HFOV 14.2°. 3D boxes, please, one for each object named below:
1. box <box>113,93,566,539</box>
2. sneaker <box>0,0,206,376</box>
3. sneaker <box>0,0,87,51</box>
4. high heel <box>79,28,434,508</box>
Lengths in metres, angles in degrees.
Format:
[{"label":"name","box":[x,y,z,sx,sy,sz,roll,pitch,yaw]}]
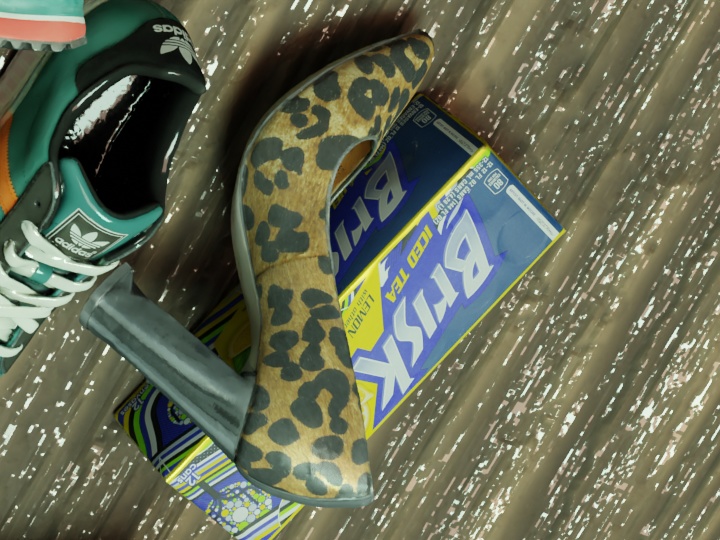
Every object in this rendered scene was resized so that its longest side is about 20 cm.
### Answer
[{"label":"box","box":[-0.009,0.023,1.267,0.200,0.064,0.070,-47,128,-1]},{"label":"sneaker","box":[-0.130,-0.019,1.165,0.071,0.080,0.200,21,104,-38]},{"label":"sneaker","box":[-0.191,-0.140,1.089,0.200,0.070,0.093,8,92,-29]},{"label":"high heel","box":[0.000,0.000,1.202,0.200,0.143,0.071,-46,166,-17]}]
